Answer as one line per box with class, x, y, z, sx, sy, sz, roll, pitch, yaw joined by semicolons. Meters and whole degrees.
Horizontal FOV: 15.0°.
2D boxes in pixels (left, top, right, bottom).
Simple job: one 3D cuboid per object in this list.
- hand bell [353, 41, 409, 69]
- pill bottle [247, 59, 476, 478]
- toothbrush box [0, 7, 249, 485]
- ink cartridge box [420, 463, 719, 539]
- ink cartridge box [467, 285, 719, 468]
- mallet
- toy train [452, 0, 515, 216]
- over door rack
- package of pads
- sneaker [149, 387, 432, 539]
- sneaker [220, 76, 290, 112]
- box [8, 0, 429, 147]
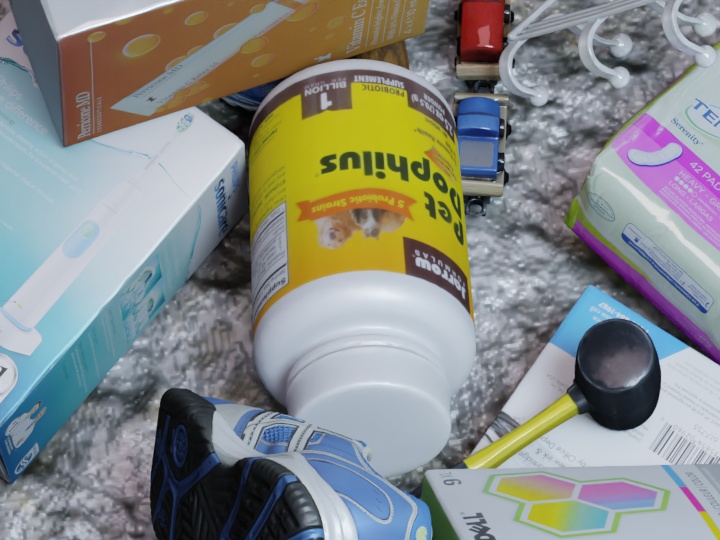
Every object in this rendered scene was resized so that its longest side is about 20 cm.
hand bell;0.014;-0.155;1.460;0.103;0.104;0.201;3;82;1
pill bottle;0.000;0.000;1.345;0.108;0.110;0.201;-3;51;-1
toothbrush box;-0.173;-0.019;1.390;0.146;0.085;0.200;35;72;13
ink cartridge box;0.081;0.132;1.233;0.199;0.104;0.060;0;105;-9
ink cartridge box;0.104;0.124;1.346;0.116;0.068;0.200;32;71;13
mallet;0.060;0.095;1.307;0.200;0.066;0.041;-35;68;3
toy train;0.067;-0.125;1.454;0.034;0.046;0.201;3;69;1
over door rack;0.176;-0.166;1.415;0.067;0.147;0.200;47;61;-21
package of pads;0.219;-0.047;1.400;0.154;0.068;0.200;44;63;14
sneaker;-0.039;0.104;1.243;0.077;0.200;0.076;1;104;-28
sneaker;-0.084;-0.168;1.447;0.078;0.089;0.200;-35;73;-12
box;-0.070;-0.155;1.338;0.199;0.125;0.098;-18;71;-11
